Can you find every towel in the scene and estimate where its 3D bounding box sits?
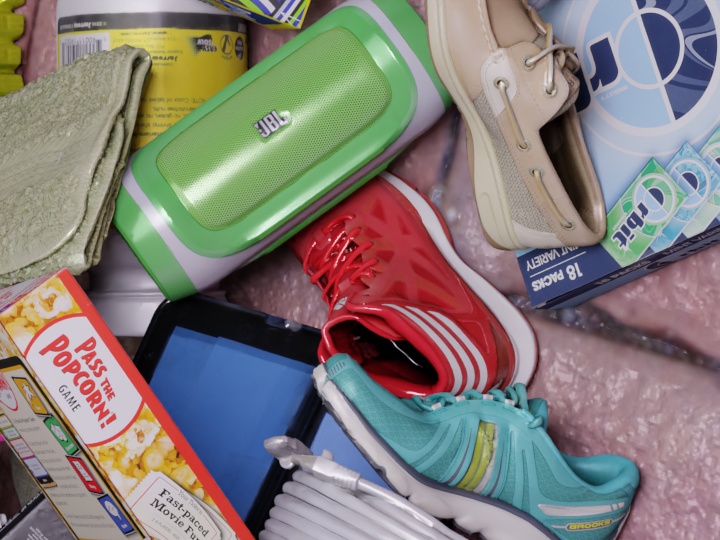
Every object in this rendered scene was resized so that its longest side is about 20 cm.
[{"bbox_3d":[-0.192,-0.045,1.544,0.200,0.036,0.149,-19,48,47],"label":"towel"}]

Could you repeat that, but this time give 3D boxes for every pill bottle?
[{"bbox_3d":[-0.120,-0.063,1.618,0.112,0.112,0.201,0,91,36],"label":"pill bottle"}]

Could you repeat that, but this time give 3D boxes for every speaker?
[{"bbox_3d":[-0.045,-0.070,1.527,0.200,0.088,0.089,-36,66,-4],"label":"speaker"}]

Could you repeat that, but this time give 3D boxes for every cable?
[{"bbox_3d":[0.037,0.177,1.452,0.200,0.200,0.069,29,80,24],"label":"cable"}]

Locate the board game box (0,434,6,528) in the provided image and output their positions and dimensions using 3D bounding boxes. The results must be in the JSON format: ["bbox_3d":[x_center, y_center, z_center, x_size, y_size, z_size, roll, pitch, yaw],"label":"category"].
[{"bbox_3d":[-0.218,0.179,1.677,0.200,0.026,0.201,139,119,-72],"label":"board game box"}]

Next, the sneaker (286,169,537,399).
[{"bbox_3d":[0.000,0.000,1.527,0.200,0.115,0.079,38,111,28],"label":"sneaker"}]

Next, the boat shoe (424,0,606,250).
[{"bbox_3d":[0.082,-0.099,1.409,0.065,0.072,0.201,2,123,27],"label":"boat shoe"}]

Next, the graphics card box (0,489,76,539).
[{"bbox_3d":[-0.168,0.198,1.539,0.200,0.051,0.126,-43,95,-1],"label":"graphics card box"}]

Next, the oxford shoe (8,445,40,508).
[{"bbox_3d":[-0.185,0.092,1.706,0.075,0.058,0.201,-18,94,30],"label":"oxford shoe"}]

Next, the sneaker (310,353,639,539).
[{"bbox_3d":[0.060,0.089,1.458,0.080,0.200,0.078,-54,27,12],"label":"sneaker"}]

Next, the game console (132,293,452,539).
[{"bbox_3d":[-0.056,0.136,1.570,0.171,0.118,0.201,36,112,30],"label":"game console"}]

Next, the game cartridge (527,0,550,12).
[{"bbox_3d":[0.096,-0.246,1.469,0.133,0.041,0.200,-40,50,21],"label":"game cartridge"}]

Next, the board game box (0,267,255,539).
[{"bbox_3d":[-0.132,0.098,1.431,0.200,0.046,0.151,56,160,-9],"label":"board game box"}]

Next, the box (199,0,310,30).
[{"bbox_3d":[-0.034,-0.237,1.540,0.070,0.064,0.201,-164,93,-75],"label":"box"}]

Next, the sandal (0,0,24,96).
[{"bbox_3d":[-0.253,-0.100,1.743,0.087,0.079,0.201,-11,76,39],"label":"sandal"}]

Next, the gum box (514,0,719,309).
[{"bbox_3d":[0.137,-0.102,1.470,0.170,0.044,0.201,-26,75,35],"label":"gum box"}]
